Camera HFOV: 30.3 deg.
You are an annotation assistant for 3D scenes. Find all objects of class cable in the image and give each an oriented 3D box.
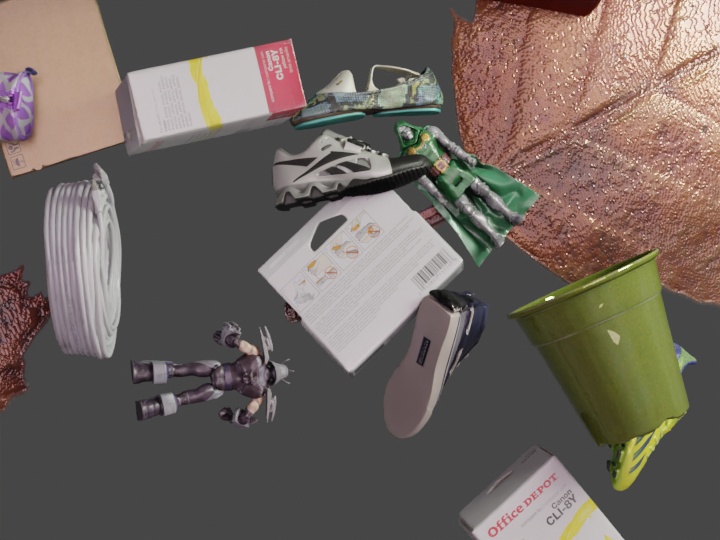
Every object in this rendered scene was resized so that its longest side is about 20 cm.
[{"bbox_3d":[-0.315,-0.001,1.520,0.068,0.200,0.203,-1,74,-4],"label":"cable"}]

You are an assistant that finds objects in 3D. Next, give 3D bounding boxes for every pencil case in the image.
[{"bbox_3d":[-0.472,-0.190,1.533,0.196,0.086,0.085,-1,95,1],"label":"pencil case"}]

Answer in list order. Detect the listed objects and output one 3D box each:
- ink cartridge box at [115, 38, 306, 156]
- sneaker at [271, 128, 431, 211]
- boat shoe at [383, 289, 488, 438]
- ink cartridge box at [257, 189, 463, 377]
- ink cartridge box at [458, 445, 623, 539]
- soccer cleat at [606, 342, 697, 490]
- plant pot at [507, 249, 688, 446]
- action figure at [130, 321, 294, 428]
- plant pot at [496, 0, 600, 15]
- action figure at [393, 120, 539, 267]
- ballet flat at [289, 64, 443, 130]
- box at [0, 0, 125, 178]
[{"bbox_3d":[-0.178,-0.200,1.555,0.197,0.145,0.085,-15,93,-16],"label":"ink cartridge box"},{"bbox_3d":[-0.014,-0.135,1.623,0.197,0.074,0.090,-9,79,2],"label":"sneaker"},{"bbox_3d":[0.099,0.116,1.658,0.092,0.074,0.202,-6,125,-47],"label":"boat shoe"},{"bbox_3d":[0.000,0.000,1.653,0.200,0.044,0.174,-43,78,-5],"label":"ink cartridge box"},{"bbox_3d":[0.240,0.346,1.673,0.145,0.083,0.201,-41,97,-6],"label":"ink cartridge box"},{"bbox_3d":[0.375,0.191,1.708,0.083,0.065,0.203,19,87,-6],"label":"soccer cleat"},{"bbox_3d":[0.305,0.101,1.609,0.198,0.200,0.192,-24,87,-8],"label":"plant pot"},{"bbox_3d":[-0.177,0.130,1.617,0.197,0.069,0.132,-6,85,-13],"label":"action figure"},{"bbox_3d":[0.229,-0.437,1.612,0.196,0.176,0.204,7,90,-10],"label":"plant pot"},{"bbox_3d":[0.116,-0.115,1.666,0.200,0.055,0.118,41,88,-4],"label":"action figure"},{"bbox_3d":[0.004,-0.216,1.637,0.197,0.074,0.076,-8,93,-18],"label":"ballet flat"},{"bbox_3d":[-0.371,-0.231,1.594,0.161,0.021,0.203,-18,94,-8],"label":"box"}]
